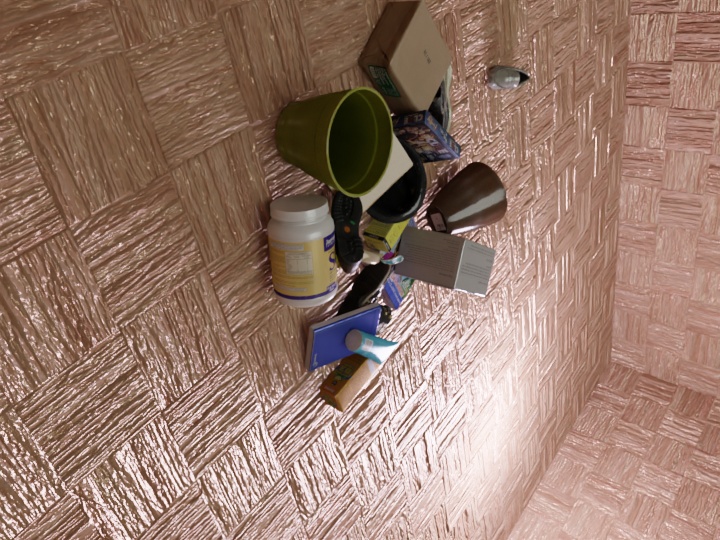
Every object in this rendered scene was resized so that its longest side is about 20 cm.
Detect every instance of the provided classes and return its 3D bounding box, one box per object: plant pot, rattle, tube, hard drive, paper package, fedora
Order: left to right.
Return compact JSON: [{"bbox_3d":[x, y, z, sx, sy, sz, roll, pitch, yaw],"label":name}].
[{"bbox_3d":[-0.065,-0.267,1.198,0.197,0.189,0.207,-21,119,-44],"label":"plant pot"},{"bbox_3d":[-0.042,0.162,1.452,0.195,0.025,0.135,-18,134,-32],"label":"hard drive"},{"bbox_3d":[0.000,0.000,1.417,0.197,0.128,0.148,19,80,-42],"label":"rattle"},{"bbox_3d":[0.032,0.194,1.496,0.077,0.051,0.199,-44,146,10],"label":"tube"},{"bbox_3d":[0.068,-0.213,1.449,0.092,0.195,0.206,148,-36,-82],"label":"fedora"},{"bbox_3d":[0.113,-0.498,1.413,0.200,0.101,0.195,42,70,-50],"label":"paper package"},{"bbox_3d":[0.289,-0.183,1.707,0.197,0.185,0.192,-30,126,-25],"label":"plant pot"}]

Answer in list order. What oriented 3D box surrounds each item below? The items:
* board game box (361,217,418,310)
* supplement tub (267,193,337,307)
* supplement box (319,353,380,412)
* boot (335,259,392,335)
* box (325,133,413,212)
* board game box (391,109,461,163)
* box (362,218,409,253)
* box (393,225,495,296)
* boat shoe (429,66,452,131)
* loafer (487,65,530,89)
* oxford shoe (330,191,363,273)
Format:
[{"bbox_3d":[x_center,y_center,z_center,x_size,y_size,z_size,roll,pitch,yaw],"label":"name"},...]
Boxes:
[{"bbox_3d":[0.101,-0.034,1.613,0.202,0.040,0.202,-56,139,-22],"label":"board game box"},{"bbox_3d":[-0.121,-0.043,1.246,0.144,0.143,0.207,-26,123,-43],"label":"supplement tub"},{"bbox_3d":[-0.019,0.268,1.552,0.201,0.065,0.070,-48,136,-30],"label":"supplement box"},{"bbox_3d":[0.035,0.080,1.530,0.203,0.073,0.150,-57,142,0],"label":"boot"},{"bbox_3d":[0.007,-0.240,1.353,0.200,0.021,0.165,-43,117,-8],"label":"box"},{"bbox_3d":[0.153,-0.331,1.494,0.198,0.132,0.036,26,69,-51],"label":"board game box"},{"bbox_3d":[0.088,-0.146,1.533,0.203,0.074,0.050,-59,142,-20],"label":"box"},{"bbox_3d":[0.226,-0.024,1.581,0.196,0.196,0.135,12,92,-53],"label":"box"},{"bbox_3d":[0.202,-0.453,1.573,0.063,0.071,0.207,-17,119,-33],"label":"boat shoe"},{"bbox_3d":[0.459,-0.599,1.839,0.197,0.068,0.072,-26,123,-44],"label":"loafer"},{"bbox_3d":[-0.034,-0.087,1.295,0.085,0.070,0.206,108,-16,-60],"label":"oxford shoe"}]
